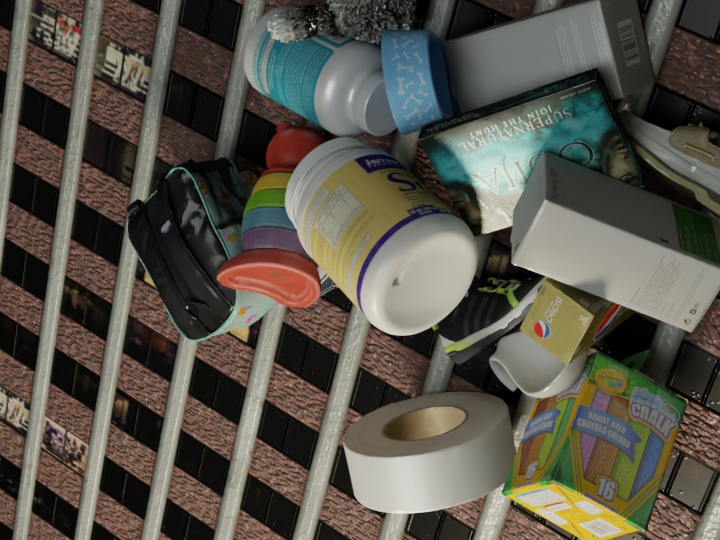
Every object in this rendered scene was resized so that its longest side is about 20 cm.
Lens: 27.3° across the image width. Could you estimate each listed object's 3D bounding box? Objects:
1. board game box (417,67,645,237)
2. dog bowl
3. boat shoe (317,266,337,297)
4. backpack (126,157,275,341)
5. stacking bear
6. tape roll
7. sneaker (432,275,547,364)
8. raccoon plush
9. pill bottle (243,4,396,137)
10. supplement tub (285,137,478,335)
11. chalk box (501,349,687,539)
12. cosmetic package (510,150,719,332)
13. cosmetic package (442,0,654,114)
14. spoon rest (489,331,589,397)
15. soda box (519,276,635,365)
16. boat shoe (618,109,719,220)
[{"bbox_3d":[0.176,-0.116,1.516,0.198,0.028,0.136,-17,122,27],"label":"board game box"},{"bbox_3d":[0.071,-0.199,1.592,0.049,0.200,0.113,-9,85,14],"label":"dog bowl"},{"bbox_3d":[0.000,0.000,1.789,0.091,0.071,0.200,41,139,-5],"label":"boat shoe"},{"bbox_3d":[-0.182,-0.020,1.852,0.175,0.152,0.202,-37,69,41],"label":"backpack"},{"bbox_3d":[-0.085,-0.077,1.753,0.114,0.120,0.202,-33,43,58],"label":"stacking bear"},{"bbox_3d":[0.081,0.209,1.729,0.201,0.202,0.072,-3,107,36],"label":"tape roll"},{"bbox_3d":[0.147,0.038,1.694,0.200,0.071,0.083,-38,79,42],"label":"sneaker"},{"bbox_3d":[0.001,-0.318,1.598,0.097,0.199,0.135,39,137,39],"label":"raccoon plush"},{"bbox_3d":[-0.035,-0.220,1.676,0.199,0.110,0.112,33,125,40],"label":"pill bottle"},{"bbox_3d":[0.019,-0.041,1.605,0.200,0.144,0.147,46,131,40],"label":"supplement tub"},{"bbox_3d":[0.258,0.171,1.594,0.123,0.202,0.124,28,156,-12],"label":"chalk box"},{"bbox_3d":[0.254,-0.029,1.473,0.198,0.108,0.085,21,122,-9],"label":"cosmetic package"},{"bbox_3d":[0.195,-0.218,1.558,0.198,0.090,0.108,-7,103,40],"label":"cosmetic package"},{"bbox_3d":[0.190,0.097,1.617,0.060,0.100,0.200,32,164,-10],"label":"spoon rest"},{"bbox_3d":[0.247,0.023,1.537,0.064,0.199,0.068,36,124,19],"label":"soda box"},{"bbox_3d":[0.341,-0.113,1.508,0.200,0.075,0.069,40,97,27],"label":"boat shoe"}]
